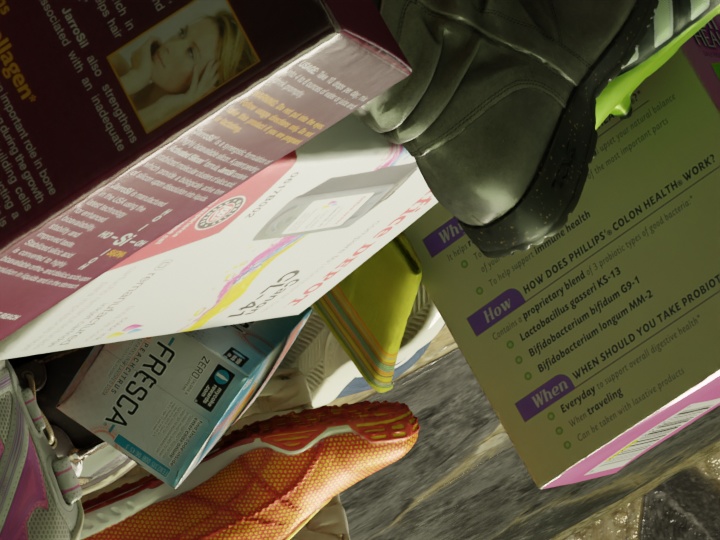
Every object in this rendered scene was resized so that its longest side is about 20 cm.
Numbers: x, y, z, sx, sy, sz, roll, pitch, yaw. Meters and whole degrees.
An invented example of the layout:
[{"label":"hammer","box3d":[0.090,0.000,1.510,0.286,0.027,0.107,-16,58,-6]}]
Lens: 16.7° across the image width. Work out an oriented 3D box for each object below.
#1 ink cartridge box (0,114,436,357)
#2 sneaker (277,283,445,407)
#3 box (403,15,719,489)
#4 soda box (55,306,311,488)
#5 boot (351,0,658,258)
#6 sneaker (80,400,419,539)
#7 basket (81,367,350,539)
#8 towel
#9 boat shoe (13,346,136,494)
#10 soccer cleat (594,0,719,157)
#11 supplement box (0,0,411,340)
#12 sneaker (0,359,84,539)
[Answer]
[{"label":"ink cartridge box","box3d":[-0.058,-0.042,0.998,0.148,0.086,0.200,-38,161,32]},{"label":"sneaker","box3d":[0.020,0.019,1.415,0.084,0.075,0.200,-18,172,-30]},{"label":"box","box3d":[0.125,-0.025,1.197,0.176,0.200,0.097,-36,165,25]},{"label":"soda box","box3d":[-0.079,0.040,1.159,0.064,0.068,0.200,-57,178,11]},{"label":"boot","box3d":[0.049,-0.116,0.967,0.068,0.200,0.131,-16,132,40]},{"label":"sneaker","box3d":[-0.059,0.119,1.177,0.199,0.077,0.073,-25,-178,8]},{"label":"basket","box3d":[-0.111,0.144,1.403,0.199,0.136,0.123,-10,154,-16]},{"label":"towel","box3d":[0.000,0.000,1.275,0.018,0.086,0.200,-33,166,-15]},{"label":"boat shoe","box3d":[-0.179,0.090,1.271,0.200,0.075,0.073,-32,166,6]},{"label":"soccer cleat","box3d":[0.126,-0.135,1.097,0.200,0.081,0.068,-47,-163,-3]},{"label":"supplement box","box3d":[-0.099,-0.065,0.822,0.200,0.111,0.086,-32,166,12]},{"label":"sneaker","box3d":[-0.166,0.092,1.072,0.088,0.201,0.081,7,172,-29]}]
